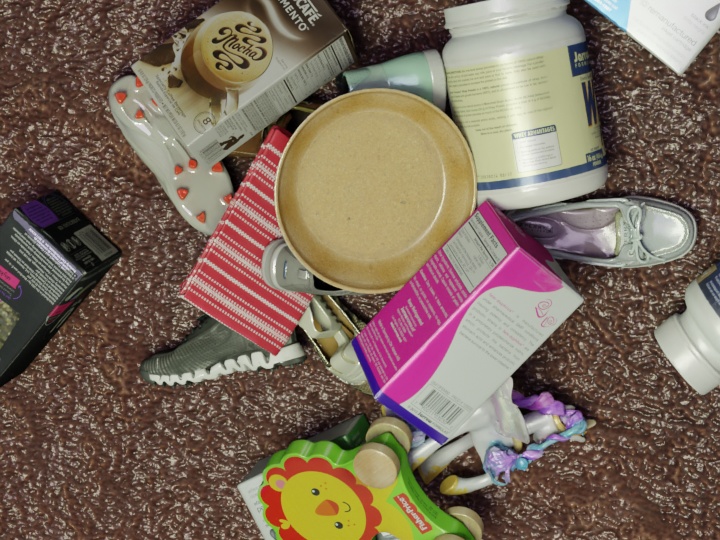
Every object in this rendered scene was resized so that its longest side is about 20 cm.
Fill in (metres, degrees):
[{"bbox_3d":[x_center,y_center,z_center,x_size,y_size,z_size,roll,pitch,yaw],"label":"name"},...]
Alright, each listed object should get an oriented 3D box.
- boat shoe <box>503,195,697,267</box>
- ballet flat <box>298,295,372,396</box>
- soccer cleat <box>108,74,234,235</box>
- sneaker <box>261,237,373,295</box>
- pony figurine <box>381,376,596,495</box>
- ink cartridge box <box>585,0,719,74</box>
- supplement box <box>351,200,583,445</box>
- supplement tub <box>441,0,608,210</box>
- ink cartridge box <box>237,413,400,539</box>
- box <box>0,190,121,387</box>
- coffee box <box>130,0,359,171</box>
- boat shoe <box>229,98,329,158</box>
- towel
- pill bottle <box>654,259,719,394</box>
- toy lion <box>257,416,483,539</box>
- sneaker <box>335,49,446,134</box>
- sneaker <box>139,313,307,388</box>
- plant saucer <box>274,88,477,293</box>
[{"bbox_3d":[0.240,-0.039,1.606,0.200,0.065,0.075,6,102,11],"label":"boat shoe"},{"bbox_3d":[-0.034,0.065,1.683,0.068,0.075,0.200,-38,91,19],"label":"ballet flat"},{"bbox_3d":[-0.199,-0.122,1.685,0.069,0.078,0.201,-35,87,-16],"label":"soccer cleat"},{"bbox_3d":[0.000,0.000,1.615,0.082,0.199,0.075,21,115,53],"label":"sneaker"},{"bbox_3d":[0.127,0.145,1.640,0.199,0.167,0.194,-22,127,12],"label":"pony figurine"},{"bbox_3d":[0.316,-0.314,1.523,0.145,0.084,0.201,38,106,0],"label":"ink cartridge box"},{"bbox_3d":[0.101,0.050,1.522,0.101,0.104,0.200,37,105,-31],"label":"supplement box"},{"bbox_3d":[0.159,-0.170,1.557,0.144,0.145,0.202,-9,99,14],"label":"supplement tub"},{"bbox_3d":[-0.021,0.282,1.719,0.146,0.083,0.201,-26,95,17],"label":"ink cartridge box"},{"bbox_3d":[-0.374,0.028,1.728,0.106,0.122,0.200,43,107,1],"label":"box"},{"bbox_3d":[-0.115,-0.212,1.603,0.199,0.080,0.113,-36,72,-1],"label":"coffee box"},{"bbox_3d":[-0.080,-0.152,1.655,0.198,0.068,0.073,-3,100,13],"label":"boat shoe"},{"bbox_3d":[-0.087,-0.030,1.610,0.144,0.022,0.201,34,82,-35],"label":"towel"},{"bbox_3d":[0.393,0.030,1.562,0.200,0.111,0.111,-40,90,16],"label":"pill bottle"},{"bbox_3d":[-0.001,0.251,1.627,0.191,0.069,0.200,-31,105,30],"label":"toy lion"},{"bbox_3d":[0.025,-0.126,1.597,0.117,0.074,0.202,-9,126,-8],"label":"sneaker"},{"bbox_3d":[-0.155,0.073,1.715,0.198,0.066,0.091,-11,92,24],"label":"sneaker"},{"bbox_3d":[0.013,-0.079,1.533,0.198,0.035,0.202,-2,105,-8],"label":"plant saucer"}]
